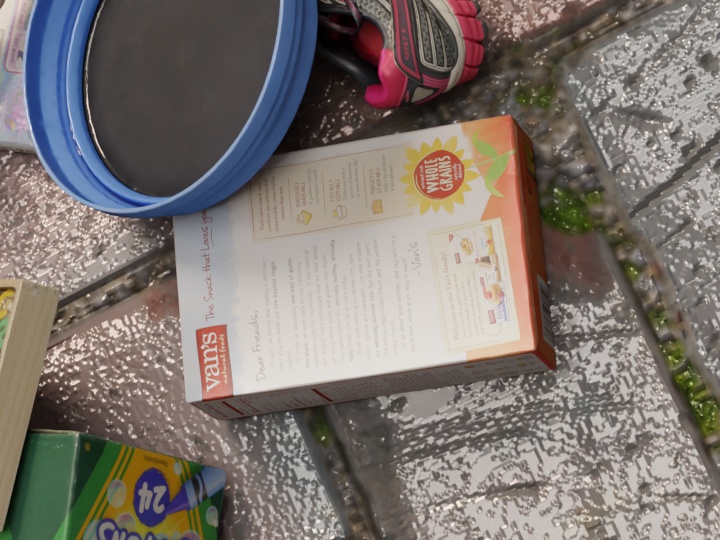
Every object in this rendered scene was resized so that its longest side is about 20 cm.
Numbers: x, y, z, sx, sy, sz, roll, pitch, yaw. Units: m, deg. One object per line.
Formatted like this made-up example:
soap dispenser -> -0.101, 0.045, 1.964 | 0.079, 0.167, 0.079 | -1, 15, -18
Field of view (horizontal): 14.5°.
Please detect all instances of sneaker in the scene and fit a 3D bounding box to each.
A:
sneaker -> -0.019, -0.171, 1.570 | 0.075, 0.081, 0.200 | -31, 64, -37

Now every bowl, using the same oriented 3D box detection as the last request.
bowl -> -0.104, -0.125, 1.559 | 0.200, 0.039, 0.201 | -11, 72, 38

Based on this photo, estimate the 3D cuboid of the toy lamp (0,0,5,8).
toy lamp -> -0.207, -0.170, 1.627 | 0.058, 0.058, 0.200 | 33, 89, 20

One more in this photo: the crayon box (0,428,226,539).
crayon box -> -0.140, 0.194, 1.512 | 0.051, 0.126, 0.201 | 0, 78, 37

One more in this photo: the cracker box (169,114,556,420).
cracker box -> 0.000, 0.000, 1.553 | 0.200, 0.058, 0.134 | -9, 74, 14

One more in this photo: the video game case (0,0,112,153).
video game case -> -0.173, -0.166, 1.658 | 0.182, 0.024, 0.200 | 7, 80, 17

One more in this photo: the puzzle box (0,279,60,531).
puzzle box -> -0.233, 0.072, 1.558 | 0.200, 0.025, 0.133 | -2, 73, 58
